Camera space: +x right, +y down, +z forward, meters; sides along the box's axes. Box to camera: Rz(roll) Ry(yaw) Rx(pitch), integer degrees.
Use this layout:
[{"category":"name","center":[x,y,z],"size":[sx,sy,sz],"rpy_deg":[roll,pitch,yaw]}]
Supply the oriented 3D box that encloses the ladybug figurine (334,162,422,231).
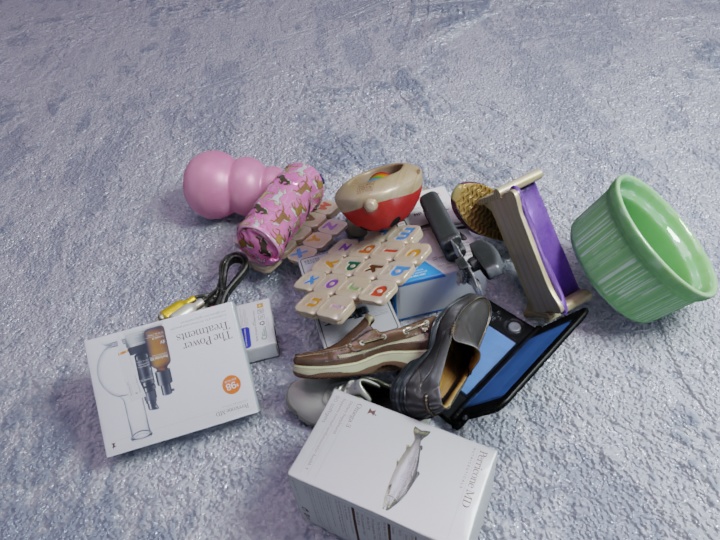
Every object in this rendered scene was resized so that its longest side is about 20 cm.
[{"category":"ladybug figurine","center":[0.032,-0.110,0.868],"size":[0.134,0.073,0.200],"rpy_deg":[-11,17,18]}]

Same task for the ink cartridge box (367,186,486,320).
[{"category":"ink cartridge box","center":[0.099,-0.034,0.927],"size":[0.144,0.085,0.201],"rpy_deg":[-13,46,-6]}]

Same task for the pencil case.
[{"category":"pencil case","center":[-0.130,-0.097,0.965],"size":[0.085,0.084,0.201],"rpy_deg":[17,46,14]}]

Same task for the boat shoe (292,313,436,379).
[{"category":"boat shoe","center":[0.010,0.094,0.748],"size":[0.199,0.075,0.076],"rpy_deg":[-6,85,-6]}]

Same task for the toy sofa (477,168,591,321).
[{"category":"toy sofa","center":[0.256,-0.036,0.824],"size":[0.082,0.202,0.097],"rpy_deg":[-24,3,-18]}]

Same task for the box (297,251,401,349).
[{"category":"box","center":[-0.019,0.053,0.868],"size":[0.115,0.061,0.201],"rpy_deg":[-16,43,-9]}]

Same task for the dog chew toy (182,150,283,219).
[{"category":"dog chew toy","center":[-0.222,-0.155,1.069],"size":[0.196,0.126,0.126],"rpy_deg":[4,45,3]}]

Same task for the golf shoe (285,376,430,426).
[{"category":"golf shoe","center":[-0.008,0.159,0.740],"size":[0.197,0.098,0.079],"rpy_deg":[8,48,17]}]

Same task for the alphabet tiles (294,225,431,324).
[{"category":"alphabet tiles","center":[0.000,0.000,0.812],"size":[0.194,0.015,0.200],"rpy_deg":[5,42,48]}]

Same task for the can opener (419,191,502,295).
[{"category":"can opener","center":[0.141,-0.043,0.833],"size":[0.066,0.053,0.201],"rpy_deg":[-27,45,2]}]

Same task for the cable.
[{"category":"cable","center":[-0.220,0.037,0.874],"size":[0.096,0.051,0.201],"rpy_deg":[18,50,22]}]

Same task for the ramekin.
[{"category":"ramekin","center":[0.391,-0.025,0.813],"size":[0.198,0.098,0.202],"rpy_deg":[23,45,-25]}]

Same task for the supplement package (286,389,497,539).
[{"category":"supplement package","center":[0.037,0.239,0.638],"size":[0.197,0.118,0.117],"rpy_deg":[15,48,21]}]

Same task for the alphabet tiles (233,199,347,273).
[{"category":"alphabet tiles","center":[-0.126,-0.068,1.010],"size":[0.194,0.015,0.200],"rpy_deg":[16,49,40]}]

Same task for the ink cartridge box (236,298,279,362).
[{"category":"ink cartridge box","center":[-0.224,0.106,0.864],"size":[0.197,0.037,0.095],"rpy_deg":[-12,44,-8]}]

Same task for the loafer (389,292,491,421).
[{"category":"loafer","center":[0.116,0.100,0.687],"size":[0.072,0.073,0.201],"rpy_deg":[-13,31,49]}]

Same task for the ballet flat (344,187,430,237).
[{"category":"ballet flat","center":[0.060,-0.117,1.030],"size":[0.198,0.070,0.070],"rpy_deg":[-25,47,-17]}]

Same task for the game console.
[{"category":"game console","center":[0.167,0.099,0.762],"size":[0.199,0.117,0.175],"rpy_deg":[-37,52,-27]}]

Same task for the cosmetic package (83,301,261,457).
[{"category":"cosmetic package","center":[-0.247,0.142,0.767],"size":[0.197,0.052,0.153],"rpy_deg":[-15,84,-8]}]

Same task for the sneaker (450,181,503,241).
[{"category":"sneaker","center":[0.207,-0.090,0.928],"size":[0.198,0.076,0.090],"rpy_deg":[23,8,-30]}]
